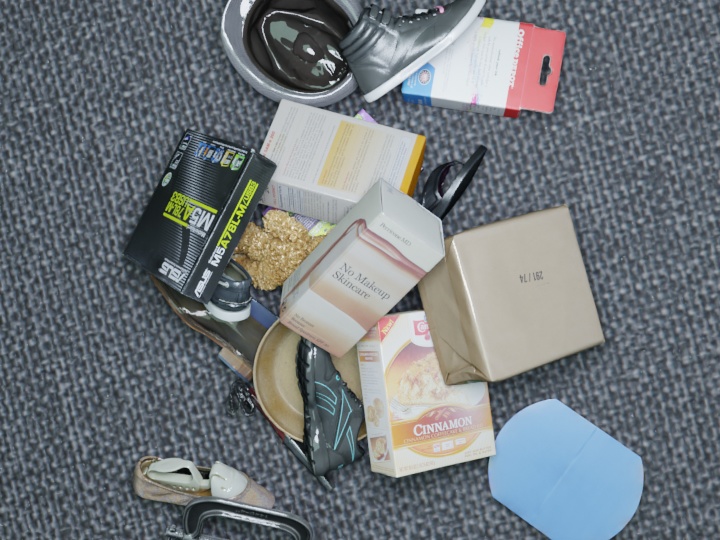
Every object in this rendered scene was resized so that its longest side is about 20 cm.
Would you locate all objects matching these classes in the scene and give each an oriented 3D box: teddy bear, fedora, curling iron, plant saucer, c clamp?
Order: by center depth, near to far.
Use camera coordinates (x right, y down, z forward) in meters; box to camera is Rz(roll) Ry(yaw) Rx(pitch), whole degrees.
[{"bbox_3d":[-0.102,-0.012,1.261,0.200,0.067,0.145,22,111,14],"label":"teddy bear"},{"bbox_3d":[-0.083,-0.309,1.272,0.200,0.090,0.177,28,94,-4],"label":"fedora"},{"bbox_3d":[-0.166,0.357,1.273,0.200,0.027,0.171,10,131,-2],"label":"c clamp"},{"bbox_3d":[-0.044,0.137,1.278,0.200,0.035,0.201,0,99,-1],"label":"plant saucer"},{"bbox_3d":[-0.110,0.229,1.296,0.200,0.026,0.050,44,56,0],"label":"curling iron"}]

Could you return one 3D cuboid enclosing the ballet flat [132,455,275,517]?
[{"bbox_3d":[-0.215,0.289,1.280,0.200,0.068,0.067,5,123,4],"label":"ballet flat"}]

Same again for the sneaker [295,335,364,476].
[{"bbox_3d":[-0.040,0.167,1.238,0.079,0.075,0.200,-8,106,-13],"label":"sneaker"}]

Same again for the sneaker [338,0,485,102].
[{"bbox_3d":[0.060,-0.311,1.193,0.200,0.071,0.099,-37,107,8],"label":"sneaker"}]

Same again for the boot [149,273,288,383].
[{"bbox_3d":[-0.190,0.050,1.291,0.097,0.075,0.200,-44,97,-5],"label":"boot"}]

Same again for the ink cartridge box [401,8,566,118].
[{"bbox_3d":[0.163,-0.272,1.262,0.200,0.067,0.116,10,90,5],"label":"ink cartridge box"}]

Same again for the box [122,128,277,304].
[{"bbox_3d":[-0.209,-0.074,1.199,0.047,0.200,0.193,31,87,-38],"label":"box"}]

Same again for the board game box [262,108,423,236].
[{"bbox_3d":[-0.024,-0.108,1.296,0.120,0.032,0.200,45,93,1],"label":"board game box"}]

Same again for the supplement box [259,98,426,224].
[{"bbox_3d":[-0.028,-0.131,1.227,0.200,0.074,0.126,16,64,7],"label":"supplement box"}]

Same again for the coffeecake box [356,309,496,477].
[{"bbox_3d":[0.083,0.151,1.228,0.153,0.073,0.200,-7,88,-27],"label":"coffeecake box"}]

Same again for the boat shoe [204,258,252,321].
[{"bbox_3d":[-0.202,-0.010,1.248,0.200,0.076,0.060,36,125,36],"label":"boat shoe"}]

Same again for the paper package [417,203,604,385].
[{"bbox_3d":[0.187,0.032,1.196,0.200,0.103,0.191,-14,87,-31],"label":"paper package"}]

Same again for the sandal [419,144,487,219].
[{"bbox_3d":[0.097,-0.092,1.263,0.048,0.075,0.201,38,93,7],"label":"sandal"}]

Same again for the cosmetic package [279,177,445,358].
[{"bbox_3d":[0.000,0.000,1.152,0.103,0.087,0.200,32,118,-20],"label":"cosmetic package"}]

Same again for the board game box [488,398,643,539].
[{"bbox_3d":[0.271,0.270,1.263,0.200,0.039,0.158,34,97,9],"label":"board game box"}]
